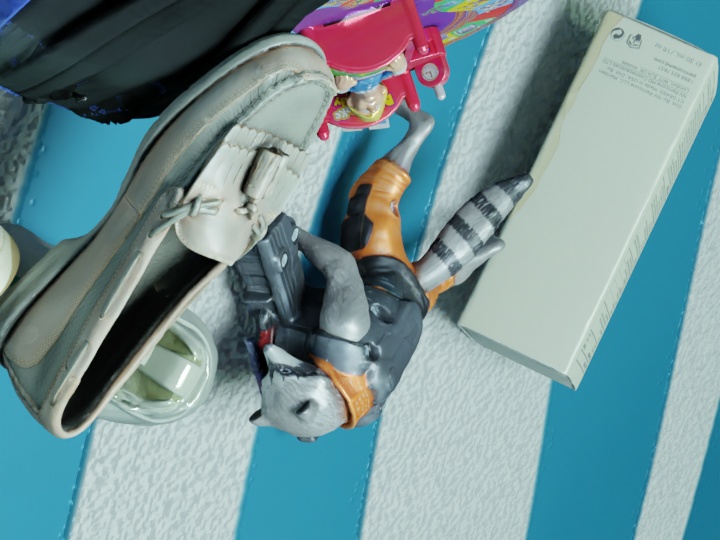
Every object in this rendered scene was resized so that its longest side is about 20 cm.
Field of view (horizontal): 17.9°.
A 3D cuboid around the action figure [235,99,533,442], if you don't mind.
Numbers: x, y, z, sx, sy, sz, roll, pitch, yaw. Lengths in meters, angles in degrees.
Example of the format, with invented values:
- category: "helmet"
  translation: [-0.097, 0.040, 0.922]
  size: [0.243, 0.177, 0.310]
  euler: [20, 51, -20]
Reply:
- category: "action figure"
  translation: [0.000, 0.000, 1.177]
  size: [0.194, 0.104, 0.200]
  euler: [-59, 148, -28]

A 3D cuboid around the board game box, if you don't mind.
- category: "board game box"
  translation: [0.007, -0.096, 1.090]
  size: [0.200, 0.158, 0.039]
  euler: [-12, 80, -50]

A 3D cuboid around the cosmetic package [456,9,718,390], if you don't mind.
- category: "cosmetic package"
  translation: [0.133, -0.038, 1.319]
  size: [0.200, 0.073, 0.104]
  euler: [-63, 169, -4]

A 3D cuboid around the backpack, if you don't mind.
- category: "backpack"
  translation: [-0.079, -0.165, 0.938]
  size: [0.200, 0.168, 0.162]
  euler: [-41, 150, 23]

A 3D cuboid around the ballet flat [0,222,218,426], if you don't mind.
- category: "ballet flat"
  translation: [-0.114, 0.037, 1.080]
  size: [0.200, 0.069, 0.070]
  euler: [36, 80, -53]

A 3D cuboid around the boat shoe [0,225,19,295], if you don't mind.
- category: "boat shoe"
  translation: [-0.230, 0.032, 0.935]
  size: [0.200, 0.074, 0.069]
  euler: [-49, 128, -25]

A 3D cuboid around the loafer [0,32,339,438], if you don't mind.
- category: "loafer"
  translation: [-0.075, -0.010, 0.956]
  size: [0.200, 0.063, 0.072]
  euler: [-45, 144, 19]
